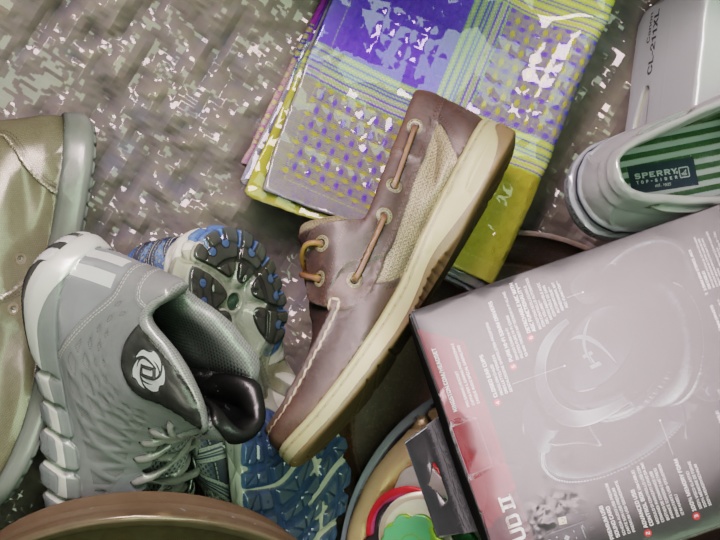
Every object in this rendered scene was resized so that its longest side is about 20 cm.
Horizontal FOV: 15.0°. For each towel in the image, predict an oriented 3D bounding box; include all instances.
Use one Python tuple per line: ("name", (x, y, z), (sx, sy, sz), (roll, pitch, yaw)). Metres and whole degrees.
("towel", (0.040, -0.100, 1.394), (0.143, 0.023, 0.201), (26, 83, -2))

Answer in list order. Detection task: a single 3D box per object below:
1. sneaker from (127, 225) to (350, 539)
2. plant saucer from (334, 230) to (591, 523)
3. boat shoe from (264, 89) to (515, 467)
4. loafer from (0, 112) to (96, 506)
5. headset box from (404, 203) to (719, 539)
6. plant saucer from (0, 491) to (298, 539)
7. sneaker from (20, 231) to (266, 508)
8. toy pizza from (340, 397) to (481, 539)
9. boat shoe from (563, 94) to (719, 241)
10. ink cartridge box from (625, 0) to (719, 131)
("sneaker", (-0.067, 0.069, 1.370), (0.077, 0.085, 0.201), (-29, 113, -40))
("plant saucer", (0.075, 0.079, 1.429), (0.199, 0.034, 0.202), (-1, 94, -16))
("boat shoe", (0.000, 0.000, 1.338), (0.072, 0.072, 0.201), (30, 79, 6))
("loafer", (-0.178, 0.018, 1.340), (0.069, 0.075, 0.201), (11, 83, -9))
("headset box", (0.122, 0.070, 1.295), (0.199, 0.077, 0.150), (-20, 71, 0))
("plant saucer", (-0.106, 0.164, 1.325), (0.199, 0.200, 0.030), (8, 51, -16))
("sneaker", (-0.092, 0.083, 1.290), (0.075, 0.115, 0.201), (-41, 132, -40))
("toy pizza", (0.080, 0.150, 1.348), (0.199, 0.032, 0.202), (-1, 87, 19))
("boat shoe", (0.199, -0.056, 1.333), (0.199, 0.067, 0.074), (-20, 87, -19))
("ink cartridge box", (0.244, -0.057, 1.428), (0.199, 0.083, 0.147), (11, 78, -16))
